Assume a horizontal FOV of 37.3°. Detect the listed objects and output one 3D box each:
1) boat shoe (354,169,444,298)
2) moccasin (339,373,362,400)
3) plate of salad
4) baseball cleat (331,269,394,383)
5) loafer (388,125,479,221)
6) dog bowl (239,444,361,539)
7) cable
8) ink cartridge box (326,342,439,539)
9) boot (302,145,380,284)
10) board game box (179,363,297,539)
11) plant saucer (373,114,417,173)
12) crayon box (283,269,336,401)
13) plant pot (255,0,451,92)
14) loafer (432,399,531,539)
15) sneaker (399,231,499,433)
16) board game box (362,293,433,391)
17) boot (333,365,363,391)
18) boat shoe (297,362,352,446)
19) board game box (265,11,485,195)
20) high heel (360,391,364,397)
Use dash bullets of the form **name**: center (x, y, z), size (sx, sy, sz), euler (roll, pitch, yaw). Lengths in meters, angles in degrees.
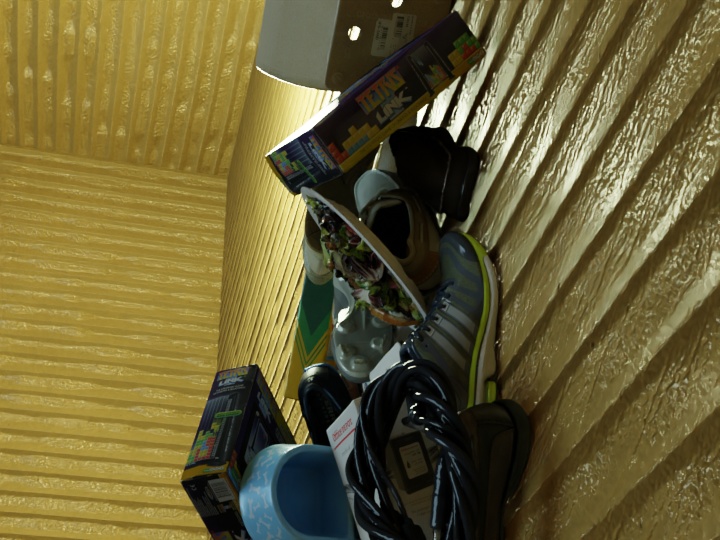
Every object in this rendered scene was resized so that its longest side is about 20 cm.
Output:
- **boat shoe**: center (0.036, -0.054, 1.109), size (0.075, 0.068, 0.200), euler (-49, 40, 11)
- **moccasin**: center (-0.021, 0.215, 1.229), size (0.074, 0.077, 0.204), euler (-107, 5, -58)
- **plate of salad**: center (0.000, 0.000, 1.061), size (0.048, 0.201, 0.200), euler (-41, 10, -7)
- **baseball cleat**: center (0.001, 0.072, 1.192), size (0.201, 0.069, 0.108), euler (-89, 1, -51)
- **loafer**: center (0.069, -0.102, 1.096), size (0.200, 0.070, 0.074), euler (-119, 38, -70)
- **dog bowl**: center (-0.021, 0.228, 1.055), size (0.049, 0.198, 0.113), euler (-31, 53, 52)
- **cable**: center (0.037, 0.153, 0.846), size (0.201, 0.050, 0.164), euler (-108, 28, -44)
- **ink cartridge box**: center (0.026, 0.183, 0.991), size (0.116, 0.066, 0.202), euler (123, 130, -64)
- **boot**: center (-0.026, -0.094, 1.281), size (0.155, 0.071, 0.203), euler (104, 180, -73)
- **board game box**: center (-0.110, 0.230, 1.132), size (0.166, 0.056, 0.202), euler (-81, -27, -57)
- **plant saucer**: center (0.026, -0.096, 1.278), size (0.200, 0.035, 0.203), euler (-166, 90, -87)
- **crayon box**: center (-0.047, 0.101, 1.408), size (0.126, 0.051, 0.203), euler (10, -91, -73)
- **plant pot**: center (0.004, -0.298, 1.260), size (0.177, 0.197, 0.202), euler (-125, 43, -58)
- **loafer**: center (0.082, 0.199, 0.863), size (0.072, 0.062, 0.203), euler (32, 115, 56)
- **sneaker**: center (0.077, 0.055, 0.951), size (0.074, 0.080, 0.203), euler (122, 153, -61)
- **board game box**: center (0.040, 0.063, 1.217), size (0.127, 0.034, 0.202), euler (-103, 24, -58)
- **boot**: center (-0.033, 0.227, 1.315), size (0.201, 0.069, 0.148), euler (80, -157, -56)
- **boat shoe**: center (-0.024, 0.203, 1.149), size (0.202, 0.083, 0.069), euler (61, -169, -10)
- **board game box**: center (0.011, -0.167, 1.089), size (0.200, 0.057, 0.165), euler (-42, 9, -19)
- **high heel**: center (0.049, 0.155, 1.100), size (0.201, 0.066, 0.097), euler (119, 140, -57)
